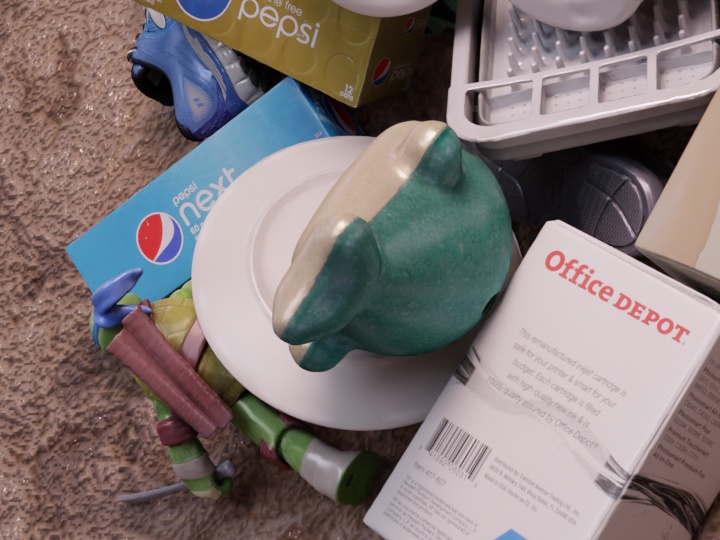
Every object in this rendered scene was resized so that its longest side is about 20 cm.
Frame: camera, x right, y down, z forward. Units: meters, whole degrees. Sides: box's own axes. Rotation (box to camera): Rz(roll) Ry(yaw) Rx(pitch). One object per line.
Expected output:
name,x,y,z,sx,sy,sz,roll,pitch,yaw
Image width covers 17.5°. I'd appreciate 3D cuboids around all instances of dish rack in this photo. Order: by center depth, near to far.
dish rack,0.140,-0.136,1.347,0.170,0.044,0.201,-12,41,16

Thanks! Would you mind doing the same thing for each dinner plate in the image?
dinner plate,0.000,0.000,1.371,0.198,0.024,0.202,2,58,-4

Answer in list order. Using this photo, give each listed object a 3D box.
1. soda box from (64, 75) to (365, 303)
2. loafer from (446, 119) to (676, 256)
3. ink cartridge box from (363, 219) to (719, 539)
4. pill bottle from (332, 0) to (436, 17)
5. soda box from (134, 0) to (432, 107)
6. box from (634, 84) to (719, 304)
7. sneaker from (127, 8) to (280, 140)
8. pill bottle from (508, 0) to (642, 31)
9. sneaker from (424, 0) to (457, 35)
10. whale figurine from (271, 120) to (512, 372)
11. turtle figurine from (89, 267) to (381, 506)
soda box,-0.090,-0.044,1.513,0.199,0.064,0.068,-36,84,20
loafer,0.127,-0.058,1.368,0.200,0.063,0.072,34,121,49
ink cartridge box,0.117,0.095,1.264,0.146,0.084,0.201,32,89,46
pill bottle,-0.003,-0.229,1.398,0.112,0.112,0.200,-49,23,9
soda box,-0.056,-0.175,1.479,0.199,0.064,0.068,27,114,25
box,0.241,-0.072,1.244,0.078,0.095,0.201,25,83,45
sneaker,-0.130,-0.169,1.610,0.089,0.078,0.201,-38,48,15
pill bottle,0.154,-0.240,1.334,0.113,0.114,0.200,3,45,41
sneaker,0.081,-0.246,1.496,0.200,0.078,0.141,-35,31,33
whale figurine,0.020,-0.002,1.255,0.103,0.200,0.160,34,107,7
turtle figurine,-0.062,0.068,1.439,0.193,0.201,0.144,21,58,25
